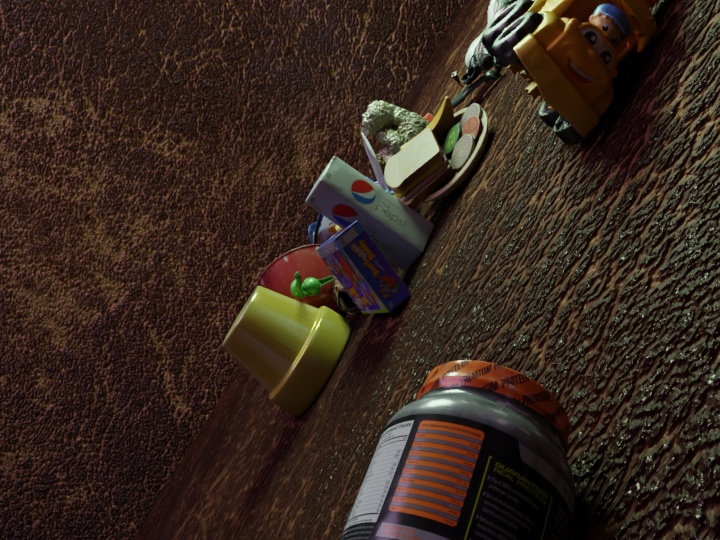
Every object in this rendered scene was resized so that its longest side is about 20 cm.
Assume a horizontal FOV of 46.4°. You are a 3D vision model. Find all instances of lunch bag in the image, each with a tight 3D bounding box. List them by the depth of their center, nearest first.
[{"bbox_3d":[-0.028,-0.096,1.801,0.170,0.122,0.204,-24,-45,-67],"label":"lunch bag"}]

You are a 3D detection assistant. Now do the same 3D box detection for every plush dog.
[{"bbox_3d":[0.089,-0.235,1.746,0.199,0.158,0.175,24,-96,-58],"label":"plush dog"}]

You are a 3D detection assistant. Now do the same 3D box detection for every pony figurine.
[{"bbox_3d":[0.041,-0.133,1.519,0.200,0.166,0.194,-44,48,13],"label":"pony figurine"}]

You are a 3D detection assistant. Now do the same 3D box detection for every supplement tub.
[{"bbox_3d":[0.048,0.159,0.464,0.123,0.121,0.202,-47,13,54],"label":"supplement tub"}]

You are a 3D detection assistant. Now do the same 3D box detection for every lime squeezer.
[{"bbox_3d":[-0.092,0.020,1.580,0.071,0.038,0.199,-54,-21,18],"label":"lime squeezer"}]

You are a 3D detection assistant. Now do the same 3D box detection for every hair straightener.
[{"bbox_3d":[0.204,-0.351,1.602,0.041,0.076,0.200,-59,7,-27],"label":"hair straightener"}]

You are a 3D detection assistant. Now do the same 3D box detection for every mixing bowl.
[{"bbox_3d":[-0.101,0.056,1.692,0.201,0.197,0.109,-53,48,31],"label":"mixing bowl"}]

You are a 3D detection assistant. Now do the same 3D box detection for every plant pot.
[{"bbox_3d":[-0.142,0.132,1.537,0.203,0.187,0.201,-55,7,11],"label":"plant pot"}]

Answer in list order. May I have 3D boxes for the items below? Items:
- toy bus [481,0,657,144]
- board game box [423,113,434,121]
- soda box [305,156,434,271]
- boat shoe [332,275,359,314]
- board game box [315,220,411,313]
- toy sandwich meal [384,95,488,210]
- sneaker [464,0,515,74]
[{"bbox_3d":[0.240,-0.249,0.872,0.191,0.136,0.201,-39,15,16],"label":"toy bus"},{"bbox_3d":[0.109,-0.263,1.998,0.202,0.040,0.153,-60,8,-10],"label":"board game box"},{"bbox_3d":[0.015,-0.090,1.336,0.068,0.198,0.064,-46,13,52],"label":"soda box"},{"bbox_3d":[-0.020,0.040,1.539,0.073,0.075,0.200,-66,5,-18],"label":"boat shoe"},{"bbox_3d":[0.000,0.000,1.312,0.045,0.135,0.200,-38,4,-11],"label":"board game box"},{"bbox_3d":[0.122,-0.196,1.370,0.205,0.070,0.207,-41,30,29],"label":"toy sandwich meal"},{"bbox_3d":[0.285,-0.475,1.639,0.203,0.079,0.086,-66,19,3],"label":"sneaker"}]
